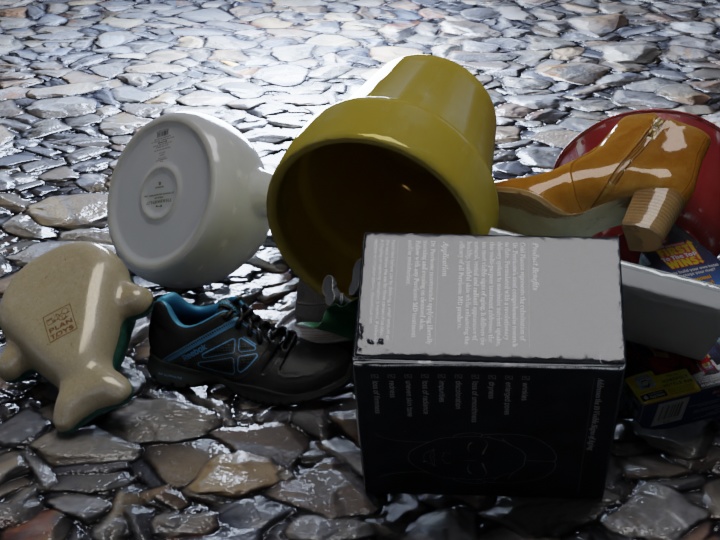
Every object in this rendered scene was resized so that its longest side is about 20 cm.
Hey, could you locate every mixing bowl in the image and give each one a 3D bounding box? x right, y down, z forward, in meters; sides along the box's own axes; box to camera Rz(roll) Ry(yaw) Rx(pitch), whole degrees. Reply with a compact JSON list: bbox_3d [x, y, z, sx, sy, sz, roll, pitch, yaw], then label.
[{"bbox_3d":[0.291,-0.050,1.487,0.198,0.201,0.109,1,48,4],"label":"mixing bowl"}]

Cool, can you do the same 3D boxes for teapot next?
[{"bbox_3d":[-0.166,-0.067,1.582,0.146,0.198,0.200,15,26,-50],"label":"teapot"}]

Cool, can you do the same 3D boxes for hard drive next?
[{"bbox_3d":[0.196,0.020,1.214,0.198,0.027,0.132,15,-18,7],"label":"hard drive"}]

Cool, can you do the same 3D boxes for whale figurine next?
[{"bbox_3d":[-0.253,0.069,1.361,0.158,0.104,0.201,-28,49,1],"label":"whale figurine"}]

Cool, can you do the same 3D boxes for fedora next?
[{"bbox_3d":[0.000,0.000,1.447,0.176,0.091,0.199,-3,13,43],"label":"fedora"}]

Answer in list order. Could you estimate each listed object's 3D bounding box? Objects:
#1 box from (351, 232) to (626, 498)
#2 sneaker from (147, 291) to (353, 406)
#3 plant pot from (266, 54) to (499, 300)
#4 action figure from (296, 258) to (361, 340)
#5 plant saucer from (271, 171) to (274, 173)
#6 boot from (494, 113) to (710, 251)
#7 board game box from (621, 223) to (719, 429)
[{"bbox_3d":[0.098,0.077,1.151,0.194,0.201,0.125,3,54,5],"label":"box"},{"bbox_3d":[-0.102,0.070,1.351,0.198,0.083,0.073,5,22,10],"label":"sneaker"},{"bbox_3d":[0.037,-0.090,1.336,0.199,0.202,0.190,7,42,17],"label":"plant pot"},{"bbox_3d":[0.059,0.048,1.269,0.199,0.055,0.118,25,-32,-34],"label":"action figure"},{"bbox_3d":[-0.031,-0.087,1.678,0.198,0.031,0.200,0,23,0],"label":"plant saucer"},{"bbox_3d":[0.218,-0.090,1.399,0.200,0.071,0.145,10,52,27],"label":"boot"},{"bbox_3d":[0.281,0.048,1.338,0.198,0.062,0.201,-10,45,-21],"label":"board game box"}]
